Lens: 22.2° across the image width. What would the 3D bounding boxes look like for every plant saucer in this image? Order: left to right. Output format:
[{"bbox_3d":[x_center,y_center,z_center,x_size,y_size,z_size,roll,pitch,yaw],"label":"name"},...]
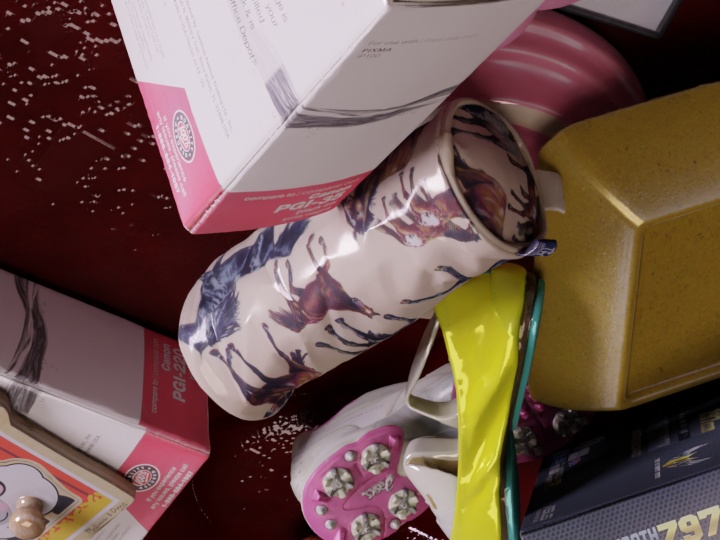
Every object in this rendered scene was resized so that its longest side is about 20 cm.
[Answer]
[{"bbox_3d":[0.052,-0.043,0.927,0.199,0.051,0.201,-3,136,-3],"label":"plant saucer"},{"bbox_3d":[0.187,-0.009,0.931,0.199,0.049,0.201,-18,139,-13],"label":"plant saucer"}]

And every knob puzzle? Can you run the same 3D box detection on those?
[{"bbox_3d":[-0.248,0.125,0.958,0.218,0.031,0.221,-1,133,-1],"label":"knob puzzle"}]

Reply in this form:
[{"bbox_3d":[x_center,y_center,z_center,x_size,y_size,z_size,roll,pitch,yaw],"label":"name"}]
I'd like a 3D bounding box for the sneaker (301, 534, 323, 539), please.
[{"bbox_3d":[-0.005,0.244,1.167,0.077,0.073,0.201,-12,129,19],"label":"sneaker"}]

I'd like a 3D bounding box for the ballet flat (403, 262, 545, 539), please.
[{"bbox_3d":[0.055,0.083,0.953,0.067,0.067,0.201,4,121,4],"label":"ballet flat"}]

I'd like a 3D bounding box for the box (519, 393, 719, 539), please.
[{"bbox_3d":[0.172,0.115,0.993,0.157,0.200,0.051,-20,93,11],"label":"box"}]

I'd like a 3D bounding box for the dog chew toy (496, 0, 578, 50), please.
[{"bbox_3d":[0.074,-0.167,0.765,0.124,0.125,0.200,21,134,-21],"label":"dog chew toy"}]

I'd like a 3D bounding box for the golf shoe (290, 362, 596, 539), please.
[{"bbox_3d":[0.047,0.079,1.033,0.199,0.091,0.076,-24,111,-12],"label":"golf shoe"}]

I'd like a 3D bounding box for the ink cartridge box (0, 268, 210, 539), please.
[{"bbox_3d":[-0.201,0.081,0.997,0.199,0.085,0.146,23,126,-25],"label":"ink cartridge box"}]

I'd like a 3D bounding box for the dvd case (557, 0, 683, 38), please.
[{"bbox_3d":[0.080,-0.190,0.831,0.199,0.018,0.143,14,127,-17],"label":"dvd case"}]

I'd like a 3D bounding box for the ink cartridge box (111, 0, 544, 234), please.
[{"bbox_3d":[-0.022,-0.123,0.744,0.082,0.147,0.200,-9,162,-32],"label":"ink cartridge box"}]

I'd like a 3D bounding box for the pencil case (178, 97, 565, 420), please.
[{"bbox_3d":[0.000,0.000,0.870,0.089,0.078,0.200,28,134,-37],"label":"pencil case"}]
